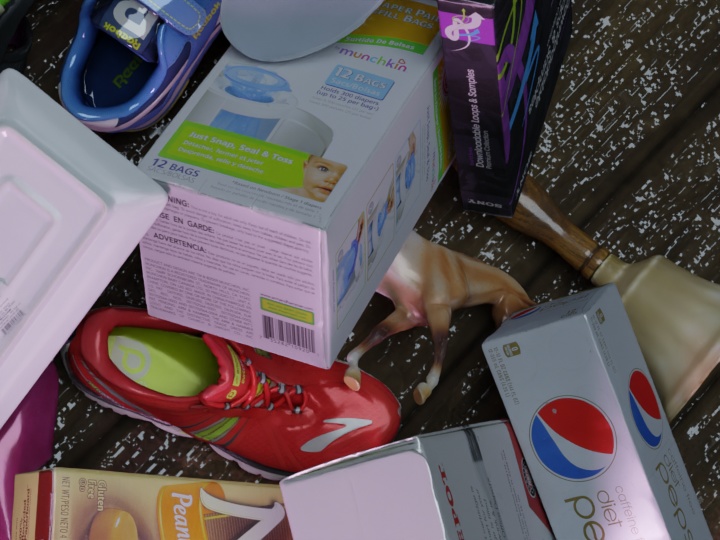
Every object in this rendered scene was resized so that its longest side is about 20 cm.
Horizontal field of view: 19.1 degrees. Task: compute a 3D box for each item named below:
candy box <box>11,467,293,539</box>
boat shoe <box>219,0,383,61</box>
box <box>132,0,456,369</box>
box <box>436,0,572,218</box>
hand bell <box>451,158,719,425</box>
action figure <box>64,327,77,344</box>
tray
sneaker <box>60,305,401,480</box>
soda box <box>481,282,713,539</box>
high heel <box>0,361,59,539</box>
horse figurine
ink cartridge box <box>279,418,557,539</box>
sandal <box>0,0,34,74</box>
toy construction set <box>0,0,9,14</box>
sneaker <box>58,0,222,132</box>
[{"bbox_3d":[-0.089,0.171,1.149,0.199,0.055,0.116,8,79,-31],"label":"candy box"},{"bbox_3d":[0.006,-0.191,1.119,0.070,0.066,0.200,40,107,-9],"label":"boat shoe"},{"bbox_3d":[-0.027,-0.061,1.153,0.112,0.102,0.200,16,46,17],"label":"box"},{"bbox_3d":[0.084,-0.142,1.184,0.036,0.200,0.144,13,62,13],"label":"box"},{"bbox_3d":[0.133,-0.010,1.254,0.200,0.104,0.104,40,75,9],"label":"hand bell"},{"bbox_3d":[-0.250,0.031,1.149,0.199,0.102,0.120,-18,97,14],"label":"action figure"},{"bbox_3d":[-0.195,0.008,1.076,0.107,0.022,0.200,38,102,1],"label":"tray"},{"bbox_3d":[-0.070,0.068,1.186,0.199,0.085,0.077,14,79,-9],"label":"sneaker"},{"bbox_3d":[0.141,0.113,1.202,0.068,0.064,0.201,-18,100,27],"label":"soda box"},{"bbox_3d":[-0.174,0.153,1.154,0.095,0.067,0.201,19,82,2],"label":"high heel"},{"bbox_3d":[0.000,0.000,1.218,0.199,0.050,0.133,32,49,8],"label":"horse figurine"},{"bbox_3d":[0.043,0.161,1.131,0.082,0.200,0.148,-17,83,19],"label":"ink cartridge box"},{"bbox_3d":[-0.225,-0.108,1.194,0.075,0.048,0.201,4,58,25],"label":"sandal"},{"bbox_3d":[-0.255,-0.188,1.134,0.092,0.131,0.201,-28,72,1],"label":"toy construction set"},{"bbox_3d":[-0.103,-0.156,1.175,0.074,0.082,0.201,33,109,8],"label":"sneaker"}]
